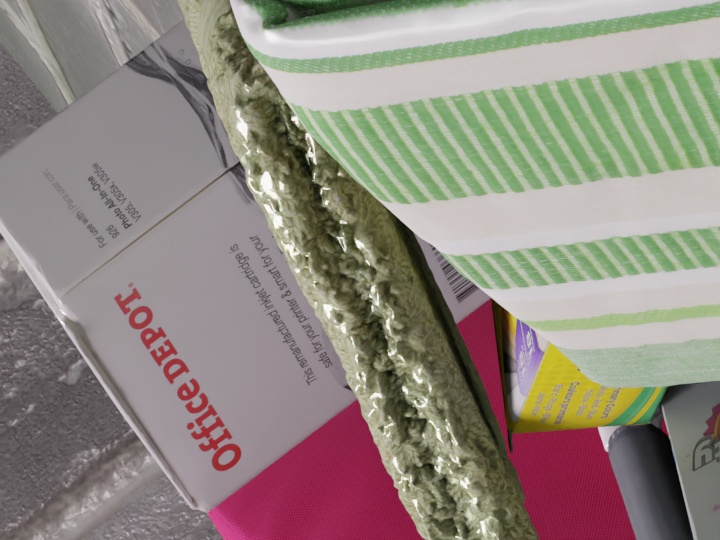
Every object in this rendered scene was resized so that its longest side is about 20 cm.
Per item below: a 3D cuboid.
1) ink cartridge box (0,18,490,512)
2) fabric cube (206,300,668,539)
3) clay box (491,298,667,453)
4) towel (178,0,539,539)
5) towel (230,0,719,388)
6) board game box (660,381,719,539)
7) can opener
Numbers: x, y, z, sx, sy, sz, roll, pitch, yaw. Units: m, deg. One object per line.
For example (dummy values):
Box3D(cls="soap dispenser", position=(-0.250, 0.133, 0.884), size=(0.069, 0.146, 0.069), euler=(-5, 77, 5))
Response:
Box3D(cls="ink cartridge box", position=(-0.024, -0.028, 1.111), size=(0.084, 0.200, 0.146), euler=(48, 171, 41))
Box3D(cls="fabric cube", position=(0.094, 0.141, 1.189), size=(0.199, 0.196, 0.200), euler=(40, 165, 52))
Box3D(cls="clay box", position=(0.064, -0.034, 0.819), size=(0.200, 0.047, 0.116), euler=(101, 164, -68))
Box3D(cls="towel", position=(0.000, 0.000, 0.894), size=(0.149, 0.036, 0.201), euler=(-110, -5, -63))
Box3D(cls="towel", position=(0.079, -0.022, 0.666), size=(0.200, 0.152, 0.024), euler=(38, -128, -52))
Box3D(cls="board game box", position=(0.144, 0.085, 0.875), size=(0.148, 0.064, 0.200), euler=(57, -165, -31))
Box3D(cls="can opener", position=(0.105, 0.059, 1.058), size=(0.066, 0.053, 0.201), euler=(35, -154, -38))
